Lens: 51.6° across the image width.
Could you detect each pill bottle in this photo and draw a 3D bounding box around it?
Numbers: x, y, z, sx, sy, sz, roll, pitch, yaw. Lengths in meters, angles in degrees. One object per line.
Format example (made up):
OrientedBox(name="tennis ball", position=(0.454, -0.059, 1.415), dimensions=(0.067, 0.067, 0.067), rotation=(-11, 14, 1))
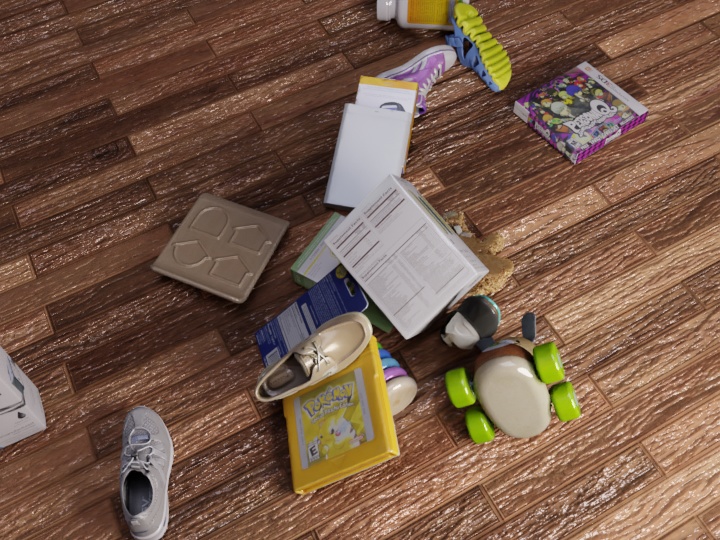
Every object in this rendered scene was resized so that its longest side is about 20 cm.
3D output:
OrientedBox(name="pill bottle", position=(0.137, -0.586, 1.629), dimensions=(0.197, 0.112, 0.112), rotation=(5, 57, 5))

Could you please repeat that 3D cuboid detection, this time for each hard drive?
OrientedBox(name="hard drive", position=(0.015, -0.208, 1.395), dimensions=(0.130, 0.026, 0.203), rotation=(10, 77, 8))

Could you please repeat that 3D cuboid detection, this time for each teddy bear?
OrientedBox(name="teddy bear", position=(0.180, -0.028, 1.298), dimensions=(0.199, 0.067, 0.145), rotation=(32, 54, 28))

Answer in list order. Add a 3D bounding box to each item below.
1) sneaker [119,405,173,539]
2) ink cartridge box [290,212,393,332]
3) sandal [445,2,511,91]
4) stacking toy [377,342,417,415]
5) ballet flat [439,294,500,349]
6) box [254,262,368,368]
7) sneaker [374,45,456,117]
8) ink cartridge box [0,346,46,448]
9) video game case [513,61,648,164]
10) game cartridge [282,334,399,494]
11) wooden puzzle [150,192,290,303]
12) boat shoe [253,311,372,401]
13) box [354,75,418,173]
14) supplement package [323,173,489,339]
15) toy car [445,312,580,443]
OrientedBox(name="sneaker", position=(-0.314, 0.285, 1.087), dimensions=(0.074, 0.082, 0.202), rotation=(-13, 57, -7))
OrientedBox(name="ink cartridge box", position=(0.000, 0.000, 1.288), dimensions=(0.198, 0.048, 0.146), rotation=(26, 61, 20))
OrientedBox(name="sandal", position=(0.243, -0.458, 1.565), dimensions=(0.079, 0.087, 0.202), rotation=(-19, 75, -37))
OrientedBox(name="stacking toy", position=(0.005, 0.133, 1.183), dimensions=(0.085, 0.086, 0.201), rotation=(-26, 56, -15))
OrientedBox(name="ballet flat", position=(0.162, 0.090, 1.143), dimensions=(0.068, 0.200, 0.068), rotation=(-42, 83, -11))
OrientedBox(name="box", position=(-0.074, 0.085, 1.175), dimensions=(0.199, 0.032, 0.122), rotation=(-40, 42, 11))
OrientedBox(name="sneaker", position=(0.128, -0.374, 1.521), dimensions=(0.199, 0.073, 0.115), rotation=(-30, 65, -6))
OrientedBox(name="ink cartridge box", position=(-0.574, 0.188, 1.089), dimensions=(0.145, 0.201, 0.086), rotation=(-24, 59, -13))
OrientedBox(name="video game case", position=(0.439, -0.319, 1.489), dimensions=(0.199, 0.036, 0.182), rotation=(-30, 60, -17))
OrientedBox(name="game cartridge", position=(-0.038, 0.208, 1.111), dimensions=(0.175, 0.032, 0.202), rotation=(-28, 54, 21))
OrientedBox(name="wooden puzzle", position=(-0.245, -0.037, 1.324), dimensions=(0.183, 0.047, 0.201), rotation=(19, 55, 13))
OrientedBox(name="boat shoe", position=(-0.070, 0.132, 1.092), dimensions=(0.199, 0.065, 0.073), rotation=(-32, 91, 10))
OrientedBox(name="box", position=(0.040, -0.272, 1.442), dimensions=(0.117, 0.042, 0.203), rotation=(9, 79, 8))
OrientedBox(name="supplement package", position=(0.076, -0.022, 1.177), dimensions=(0.151, 0.152, 0.200), rotation=(-43, 80, 13))
OrientedBox(name="toy car", position=(0.228, 0.138, 1.140), dimensions=(0.163, 0.159, 0.201), rotation=(-19, 31, 18))
